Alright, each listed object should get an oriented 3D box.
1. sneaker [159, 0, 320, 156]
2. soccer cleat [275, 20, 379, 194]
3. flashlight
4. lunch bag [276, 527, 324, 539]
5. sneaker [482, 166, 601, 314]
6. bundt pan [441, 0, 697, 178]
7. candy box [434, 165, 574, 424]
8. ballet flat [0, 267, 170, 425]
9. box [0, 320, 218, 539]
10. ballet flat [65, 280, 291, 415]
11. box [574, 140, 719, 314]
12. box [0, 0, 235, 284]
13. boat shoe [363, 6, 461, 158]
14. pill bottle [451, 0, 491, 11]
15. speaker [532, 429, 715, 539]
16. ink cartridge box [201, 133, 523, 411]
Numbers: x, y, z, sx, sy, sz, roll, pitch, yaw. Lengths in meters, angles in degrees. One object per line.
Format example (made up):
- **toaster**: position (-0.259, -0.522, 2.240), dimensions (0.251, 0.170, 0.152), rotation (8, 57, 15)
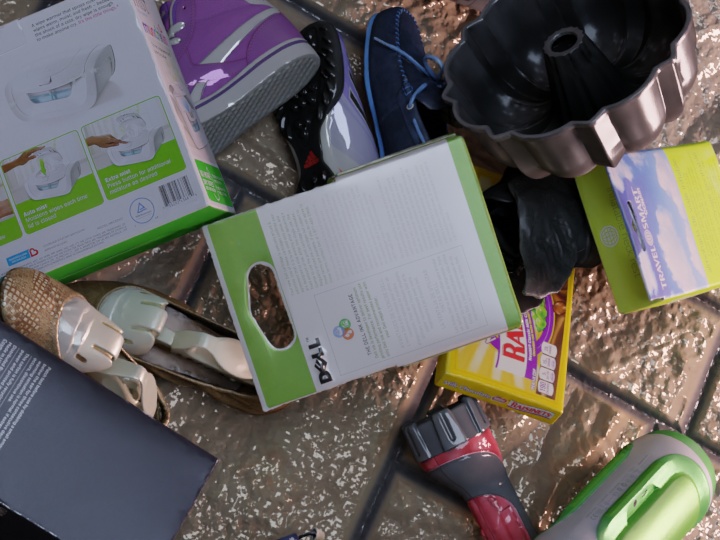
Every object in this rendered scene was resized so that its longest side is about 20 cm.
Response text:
- **sneaker**: position (-0.142, -0.142, 1.485), dimensions (0.200, 0.073, 0.114), rotation (-35, 71, -17)
- **soccer cleat**: position (-0.016, -0.096, 1.519), dimensions (0.073, 0.068, 0.201), rotation (11, 65, -46)
- **flashlight**: position (0.103, 0.195, 1.488), dimensions (0.067, 0.068, 0.201), rotation (-25, 88, -6)
- **lunch bag**: position (-0.063, 0.297, 1.340), dimensions (0.167, 0.139, 0.201), rotation (-21, 82, 8)
- **sneaker**: position (0.132, -0.063, 1.523), dimensions (0.104, 0.060, 0.201), rotation (-2, 66, -34)
- **bundt pan**: position (0.166, -0.146, 1.465), dimensions (0.202, 0.201, 0.076), rotation (-50, 131, -21)
- **candy box**: position (0.117, 0.016, 1.523), dimensions (0.102, 0.026, 0.201), rotation (17, 55, -13)
- **ballet flat**: position (-0.186, 0.060, 1.356), dimensions (0.065, 0.200, 0.071), rotation (1, 61, 22)
- **box**: position (-0.218, 0.136, 1.318), dimensions (0.182, 0.200, 0.104), rotation (34, 69, -10)
- **ballet flat**: position (-0.134, 0.053, 1.433), dimensions (0.199, 0.072, 0.068), rotation (25, 72, -12)
- **box**: position (0.239, -0.036, 1.542), dimensions (0.200, 0.048, 0.122), rotation (-11, 81, -55)
- **box**: position (-0.218, -0.087, 1.379), dimensions (0.199, 0.097, 0.177), rotation (-23, 85, 7)
- **boat shoe**: position (0.055, -0.116, 1.521), dimensions (0.084, 0.068, 0.201), rotation (12, 63, -56)
- **pill bottle**: position (0.094, -0.270, 1.559), dimensions (0.199, 0.114, 0.115), rotation (18, 73, -15)
- **speaker**: position (0.195, 0.199, 1.474), dimensions (0.089, 0.088, 0.200), rotation (56, 43, -1)
- **ink cartridge box**: position (0.000, 0.000, 1.422), dimensions (0.199, 0.076, 0.148), rotation (-19, 94, -3)
